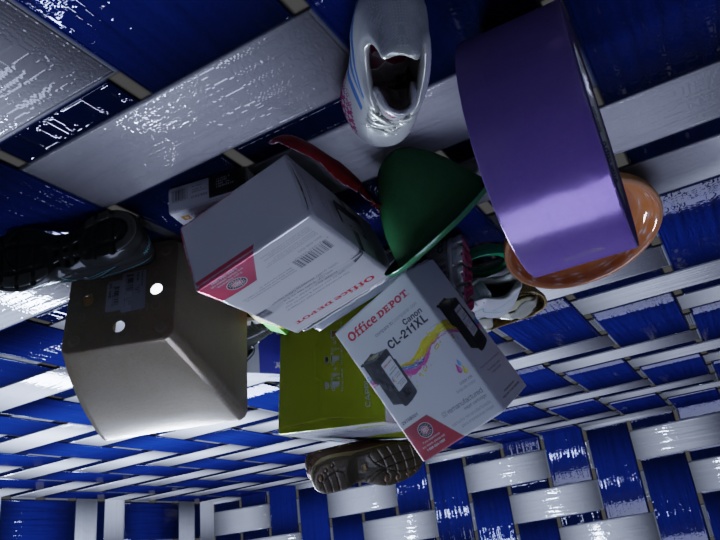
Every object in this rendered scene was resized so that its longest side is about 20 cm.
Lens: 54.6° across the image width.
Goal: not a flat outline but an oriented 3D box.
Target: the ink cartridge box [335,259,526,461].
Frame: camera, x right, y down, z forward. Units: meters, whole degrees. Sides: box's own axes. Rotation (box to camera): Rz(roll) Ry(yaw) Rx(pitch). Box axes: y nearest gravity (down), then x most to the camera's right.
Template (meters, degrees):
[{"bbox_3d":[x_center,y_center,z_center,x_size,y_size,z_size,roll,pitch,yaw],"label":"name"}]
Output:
[{"bbox_3d":[0.084,0.111,0.879,0.146,0.201,0.083,-43,169,33],"label":"ink cartridge box"}]

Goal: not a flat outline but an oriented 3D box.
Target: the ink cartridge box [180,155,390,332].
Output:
[{"bbox_3d":[-0.073,-0.018,0.759,0.145,0.085,0.200,-31,150,14],"label":"ink cartridge box"}]

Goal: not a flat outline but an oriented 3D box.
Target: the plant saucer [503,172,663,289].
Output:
[{"bbox_3d":[0.273,-0.052,0.871,0.198,0.038,0.201,-6,140,-5],"label":"plant saucer"}]

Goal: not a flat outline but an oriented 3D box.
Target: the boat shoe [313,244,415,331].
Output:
[{"bbox_3d":[0.000,0.000,0.909,0.199,0.071,0.072,-36,-175,10],"label":"boat shoe"}]

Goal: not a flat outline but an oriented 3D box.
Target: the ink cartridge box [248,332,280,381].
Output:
[{"bbox_3d":[-0.182,0.125,1.119,0.198,0.095,0.044,8,153,-34],"label":"ink cartridge box"}]

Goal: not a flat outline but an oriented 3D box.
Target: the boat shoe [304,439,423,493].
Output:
[{"bbox_3d":[0.006,0.297,1.102,0.198,0.073,0.067,-1,-165,-26],"label":"boat shoe"}]

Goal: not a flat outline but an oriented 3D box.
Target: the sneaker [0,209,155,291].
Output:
[{"bbox_3d":[-0.329,-0.009,0.790,0.198,0.076,0.079,-10,159,7],"label":"sneaker"}]

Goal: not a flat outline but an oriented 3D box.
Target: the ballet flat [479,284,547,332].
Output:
[{"bbox_3d":[0.204,0.064,1.086,0.198,0.069,0.063,-20,-158,-20],"label":"ballet flat"}]

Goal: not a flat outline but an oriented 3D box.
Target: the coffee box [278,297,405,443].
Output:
[{"bbox_3d":[0.008,0.155,1.088,0.198,0.202,0.197,-14,157,33],"label":"coffee box"}]

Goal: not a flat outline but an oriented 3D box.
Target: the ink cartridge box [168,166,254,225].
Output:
[{"bbox_3d":[-0.129,-0.049,0.810,0.094,0.037,0.200,-14,153,14],"label":"ink cartridge box"}]

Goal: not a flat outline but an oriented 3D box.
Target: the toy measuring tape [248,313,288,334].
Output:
[{"bbox_3d":[-0.122,0.030,0.925,0.073,0.074,0.200,-11,158,8],"label":"toy measuring tape"}]

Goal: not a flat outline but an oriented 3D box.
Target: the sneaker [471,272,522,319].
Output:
[{"bbox_3d":[0.146,0.046,1.011,0.199,0.071,0.080,-20,160,-17],"label":"sneaker"}]

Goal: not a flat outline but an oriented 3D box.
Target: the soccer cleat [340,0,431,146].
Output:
[{"bbox_3d":[0.019,-0.143,0.570,0.069,0.087,0.200,-7,157,-2],"label":"soccer cleat"}]

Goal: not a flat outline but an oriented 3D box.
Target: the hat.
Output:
[{"bbox_3d":[0.029,-0.110,0.726,0.166,0.176,0.200,-45,-177,-4],"label":"hat"}]

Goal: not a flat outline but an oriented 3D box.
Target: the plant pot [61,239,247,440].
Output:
[{"bbox_3d":[-0.263,0.074,0.876,0.198,0.201,0.178,-10,146,5],"label":"plant pot"}]

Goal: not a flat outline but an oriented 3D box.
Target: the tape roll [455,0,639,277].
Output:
[{"bbox_3d":[0.152,-0.102,0.561,0.084,0.202,0.200,-19,155,23],"label":"tape roll"}]

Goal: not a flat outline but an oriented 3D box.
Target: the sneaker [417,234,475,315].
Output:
[{"bbox_3d":[0.106,0.053,0.946,0.087,0.202,0.074,-1,-175,22],"label":"sneaker"}]

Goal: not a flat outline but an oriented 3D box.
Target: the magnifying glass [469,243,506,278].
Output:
[{"bbox_3d":[0.149,0.009,1.051,0.079,0.023,0.200,7,151,-31],"label":"magnifying glass"}]

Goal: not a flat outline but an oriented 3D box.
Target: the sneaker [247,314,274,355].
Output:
[{"bbox_3d":[-0.184,0.101,1.033,0.198,0.066,0.091,-15,116,-17],"label":"sneaker"}]
